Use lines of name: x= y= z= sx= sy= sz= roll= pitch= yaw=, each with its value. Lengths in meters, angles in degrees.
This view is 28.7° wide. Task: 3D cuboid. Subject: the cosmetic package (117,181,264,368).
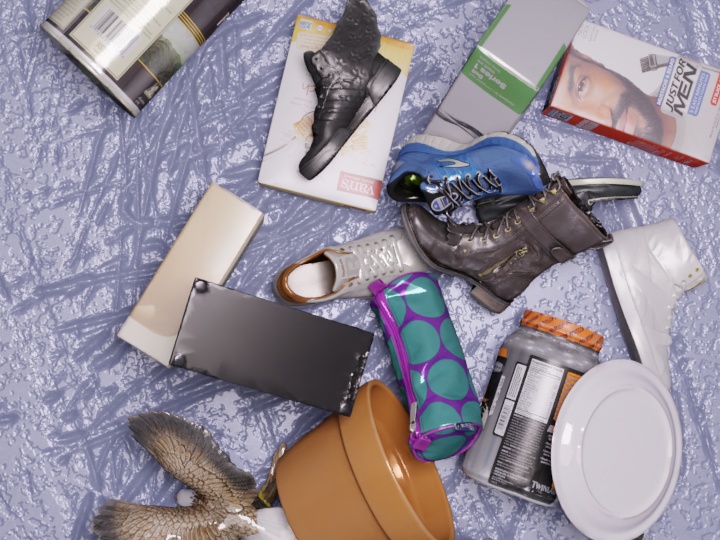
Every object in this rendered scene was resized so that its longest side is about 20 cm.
cosmetic package: x=-0.188 y=0.006 z=1.578 sx=0.071 sy=0.105 sz=0.201 roll=31 pitch=84 yaw=-2

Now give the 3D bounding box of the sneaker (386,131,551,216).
sneaker: x=0.113 y=-0.093 z=1.507 sx=0.089 sy=0.199 sz=0.079 roll=-57 pitch=131 yaw=-32

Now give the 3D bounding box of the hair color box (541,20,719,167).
hair color box: x=0.325 y=-0.206 z=1.644 sx=0.198 sy=0.064 sz=0.112 roll=18 pitch=87 yaw=-2

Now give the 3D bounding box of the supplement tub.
supplement tub: x=0.199 y=0.154 z=1.590 sx=0.122 sy=0.123 sz=0.202 roll=20 pitch=86 yaw=-3

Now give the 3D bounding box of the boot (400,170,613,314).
boot: x=0.163 y=-0.053 z=1.574 sx=0.199 sy=0.070 sz=0.174 roll=36 pitch=121 yaw=-25

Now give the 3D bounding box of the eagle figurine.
eagle figurine: x=-0.177 y=0.255 z=1.547 sx=0.151 sy=0.199 sz=0.153 roll=-34 pitch=51 yaw=32

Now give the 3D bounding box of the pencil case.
pencil case: x=0.072 y=0.105 z=1.570 sx=0.092 sy=0.085 sz=0.201 roll=6 pitch=57 yaw=-38

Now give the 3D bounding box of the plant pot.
plant pot: x=-0.002 y=0.239 z=1.546 sx=0.139 sy=0.200 sz=0.201 roll=-27 pitch=90 yaw=11

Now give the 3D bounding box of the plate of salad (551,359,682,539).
plate of salad: x=0.279 y=0.199 z=1.554 sx=0.199 sy=0.048 sz=0.202 roll=1 pitch=88 yaw=-34

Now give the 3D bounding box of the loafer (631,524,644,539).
loafer: x=0.290 y=0.225 z=1.622 sx=0.075 sy=0.067 sz=0.202 roll=15 pitch=70 yaw=-15

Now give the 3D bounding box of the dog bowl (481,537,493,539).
dog bowl: x=0.070 y=0.346 z=1.539 sx=0.198 sy=0.200 sz=0.059 roll=-17 pitch=78 yaw=-5

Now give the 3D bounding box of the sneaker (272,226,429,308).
sneaker: x=0.000 y=0.000 z=1.601 sx=0.198 sy=0.085 sz=0.073 roll=-19 pitch=88 yaw=-9

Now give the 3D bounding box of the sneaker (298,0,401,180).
sneaker: x=-0.031 y=-0.206 z=1.581 sx=0.104 sy=0.060 sz=0.200 roll=39 pitch=81 yaw=-3

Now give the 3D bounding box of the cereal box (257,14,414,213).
cereal box: x=-0.028 y=-0.180 z=1.628 sx=0.143 sy=0.040 sz=0.202 roll=13 pitch=87 yaw=-3

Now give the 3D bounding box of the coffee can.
coffee can: x=-0.236 y=-0.293 z=1.565 sx=0.146 sy=0.146 sz=0.200 roll=43 pitch=86 yaw=-1

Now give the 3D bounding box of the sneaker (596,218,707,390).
sneaker: x=0.355 y=0.040 z=1.631 sx=0.115 sy=0.074 sz=0.202 roll=-16 pitch=88 yaw=-2

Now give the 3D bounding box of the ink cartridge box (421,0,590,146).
ink cartridge box: x=0.152 y=-0.207 z=1.544 sx=0.084 sy=0.200 sz=0.146 roll=34 pitch=56 yaw=0

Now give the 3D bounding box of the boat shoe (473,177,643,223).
boat shoe: x=0.229 y=-0.072 z=1.626 sx=0.197 sy=0.075 sz=0.067 roll=-4 pitch=90 yaw=-4

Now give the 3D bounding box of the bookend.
bookend: x=-0.112 y=0.075 z=1.511 sx=0.198 sy=0.199 sz=0.093 roll=18 pitch=87 yaw=-16
